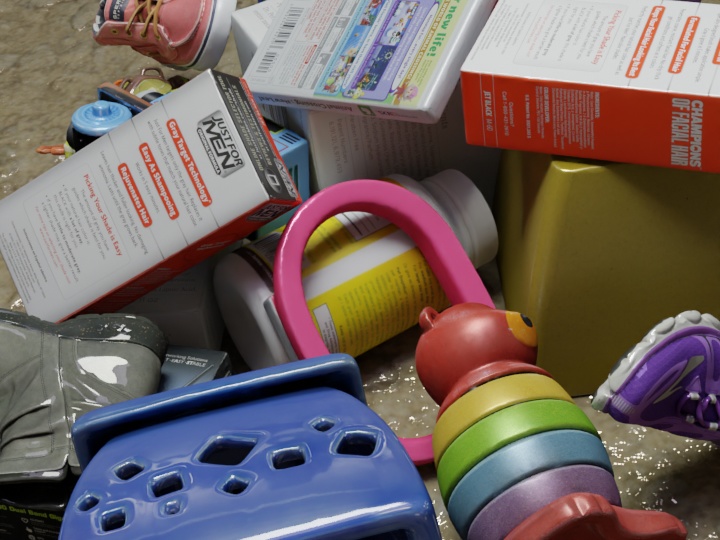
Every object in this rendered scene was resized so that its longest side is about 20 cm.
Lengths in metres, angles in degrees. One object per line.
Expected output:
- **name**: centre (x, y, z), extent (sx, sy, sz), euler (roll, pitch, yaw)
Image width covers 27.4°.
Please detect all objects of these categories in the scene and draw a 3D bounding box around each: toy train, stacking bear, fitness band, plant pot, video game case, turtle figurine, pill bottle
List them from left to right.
- **turtle figurine**: centre (-0.173, -0.145, 1.282), extent (0.161, 0.065, 0.200), euler (8, 26, 40)
- **toy train**: centre (-0.134, -0.083, 1.124), extent (0.200, 0.087, 0.114), euler (28, 42, 34)
- **plant pot**: centre (-0.060, 0.168, 0.845), extent (0.199, 0.201, 0.180), euler (-13, 35, -4)
- **pill bottle**: centre (0.000, 0.000, 1.087), extent (0.199, 0.110, 0.109), euler (-27, 44, -20)
- **fitness band**: centre (0.020, 0.034, 1.007), extent (0.143, 0.037, 0.201), euler (-27, 87, -20)
- **video game case**: centre (0.022, -0.200, 1.065), extent (0.182, 0.022, 0.201), euler (12, 68, 40)
- **stacking bear**: centre (0.095, 0.104, 0.922), extent (0.114, 0.121, 0.201), euler (-44, 49, 26)
- **plant pot**: centre (0.197, -0.050, 1.058), extent (0.199, 0.177, 0.200), euler (-8, 40, 2)

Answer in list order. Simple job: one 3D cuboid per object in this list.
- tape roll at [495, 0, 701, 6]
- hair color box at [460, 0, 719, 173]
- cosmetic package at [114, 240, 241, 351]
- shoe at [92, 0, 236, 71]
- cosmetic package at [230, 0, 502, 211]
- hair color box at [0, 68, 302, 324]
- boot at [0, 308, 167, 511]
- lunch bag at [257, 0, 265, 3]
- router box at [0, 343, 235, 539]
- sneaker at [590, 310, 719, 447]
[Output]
- **tape roll**: centre (0.164, -0.233, 1.130), extent (0.199, 0.066, 0.200), euler (10, 34, -7)
- **hair color box**: centre (0.177, -0.125, 0.965), extent (0.199, 0.064, 0.111), euler (8, 42, 21)
- **cosmetic package**: centre (-0.152, -0.010, 1.156), extent (0.101, 0.074, 0.201), euler (-2, 42, 6)
- **shoe**: centre (-0.172, -0.214, 1.264), extent (0.091, 0.072, 0.200), euler (14, -3, -20)
- **cosmetic package**: centre (0.026, -0.136, 1.197), extent (0.199, 0.167, 0.168), euler (-21, 42, -13)
- **hair color box**: centre (-0.151, -0.043, 1.014), extent (0.199, 0.061, 0.102), euler (-28, 80, 19)
- **boot**: centre (-0.226, 0.092, 0.963), extent (0.199, 0.068, 0.131), euler (-3, 46, 9)
- **lunch bag**: centre (-0.015, -0.291, 1.387), extent (0.082, 0.161, 0.200), euler (20, 49, 29)
- **router box**: centre (-0.201, 0.116, 1.026), extent (0.199, 0.062, 0.150), euler (7, 42, 17)
- **sneaker**: centre (0.229, 0.081, 0.925), extent (0.199, 0.081, 0.084), euler (8, 37, -38)
